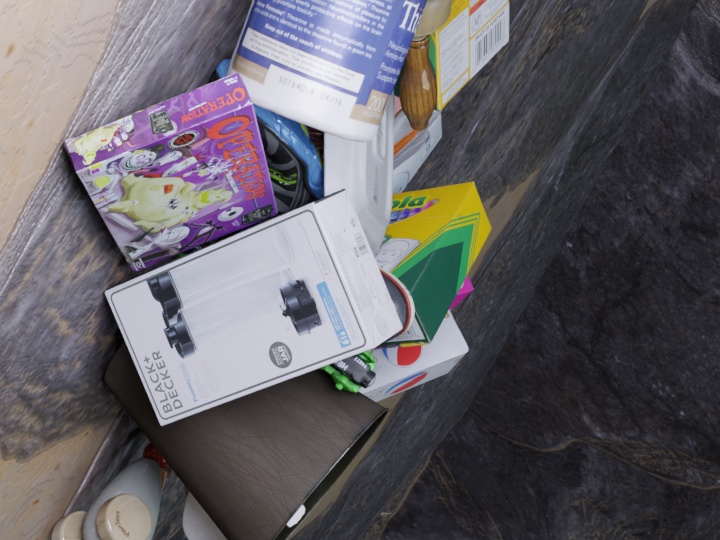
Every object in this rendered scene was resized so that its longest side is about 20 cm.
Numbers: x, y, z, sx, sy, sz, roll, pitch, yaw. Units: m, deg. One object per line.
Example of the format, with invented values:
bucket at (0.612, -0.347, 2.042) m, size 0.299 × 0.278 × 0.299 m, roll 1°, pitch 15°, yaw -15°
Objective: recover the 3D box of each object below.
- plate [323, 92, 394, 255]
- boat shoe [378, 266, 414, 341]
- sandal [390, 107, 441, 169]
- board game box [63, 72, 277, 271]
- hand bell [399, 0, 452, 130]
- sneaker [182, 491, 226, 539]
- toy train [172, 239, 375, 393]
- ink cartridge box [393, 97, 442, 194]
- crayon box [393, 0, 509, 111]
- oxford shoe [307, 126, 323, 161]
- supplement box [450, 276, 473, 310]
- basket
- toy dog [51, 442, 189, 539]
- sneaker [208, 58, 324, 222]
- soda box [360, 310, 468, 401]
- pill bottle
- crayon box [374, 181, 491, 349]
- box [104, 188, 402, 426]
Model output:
plate at (0.002, -0.116, 1.197) m, size 0.200 × 0.032 × 0.202 m, roll 40°, pitch 51°, yaw -79°
boat shoe at (-0.050, 0.018, 1.226) m, size 0.062 × 0.198 × 0.072 m, roll -10°, pitch 114°, yaw -59°
sandal at (0.027, -0.140, 1.366) m, size 0.079 × 0.059 × 0.207 m, roll -39°, pitch 175°, yaw -12°
board game box at (-0.122, -0.061, 0.988) m, size 0.119 × 0.033 × 0.200 m, roll -26°, pitch 163°, yaw -6°
hand bell at (0.043, -0.183, 1.160) m, size 0.104 × 0.104 × 0.201 m, roll -49°, pitch 156°, yaw -27°
sneaker at (-0.102, 0.155, 1.331) m, size 0.202 × 0.075 × 0.088 m, roll -66°, pitch 167°, yaw 11°
toy train at (-0.071, 0.032, 1.173) m, size 0.042 × 0.199 × 0.056 m, roll -52°, pitch 180°, yaw -13°
ink cartridge box at (0.021, -0.116, 1.478) m, size 0.161 × 0.047 × 0.200 m, roll -53°, pitch 170°, yaw -8°
crayon box at (0.076, -0.254, 1.220) m, size 0.126 × 0.051 × 0.201 m, roll -46°, pitch 147°, yaw -37°
oxford shoe at (-0.051, -0.094, 1.263) m, size 0.201 × 0.070 × 0.074 m, roll 104°, pitch -1°, yaw -58°
supplement box at (0.020, 0.031, 1.568) m, size 0.100 × 0.104 × 0.200 m, roll -16°, pitch 161°, yaw -32°
basket at (-0.107, 0.120, 1.220) m, size 0.181 × 0.200 × 0.136 m, roll -52°, pitch 171°, yaw 13°
toy dog at (-0.192, 0.222, 1.372) m, size 0.200 × 0.097 × 0.132 m, roll -41°, pitch -165°, yaw -25°
sneaker at (-0.076, -0.087, 1.101) m, size 0.082 × 0.071 × 0.200 m, roll -24°, pitch 154°, yaw 1°
soda box at (0.005, 0.096, 1.440) m, size 0.198 × 0.064 × 0.068 m, roll -20°, pitch 164°, yaw -26°
pill bottle at (-0.007, -0.196, 0.966) m, size 0.202 × 0.110 × 0.111 m, roll -69°, pitch 166°, yaw 9°
crayon box at (0.000, 0.000, 1.332) m, size 0.059 × 0.198 × 0.173 m, roll 63°, pitch 37°, yaw -28°
box at (-0.082, 0.030, 1.089) m, size 0.198 × 0.118 × 0.060 m, roll -20°, pitch -176°, yaw 27°
